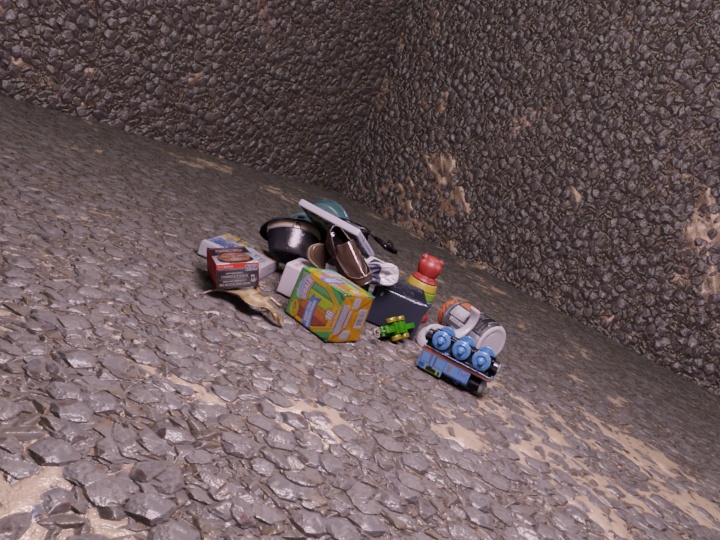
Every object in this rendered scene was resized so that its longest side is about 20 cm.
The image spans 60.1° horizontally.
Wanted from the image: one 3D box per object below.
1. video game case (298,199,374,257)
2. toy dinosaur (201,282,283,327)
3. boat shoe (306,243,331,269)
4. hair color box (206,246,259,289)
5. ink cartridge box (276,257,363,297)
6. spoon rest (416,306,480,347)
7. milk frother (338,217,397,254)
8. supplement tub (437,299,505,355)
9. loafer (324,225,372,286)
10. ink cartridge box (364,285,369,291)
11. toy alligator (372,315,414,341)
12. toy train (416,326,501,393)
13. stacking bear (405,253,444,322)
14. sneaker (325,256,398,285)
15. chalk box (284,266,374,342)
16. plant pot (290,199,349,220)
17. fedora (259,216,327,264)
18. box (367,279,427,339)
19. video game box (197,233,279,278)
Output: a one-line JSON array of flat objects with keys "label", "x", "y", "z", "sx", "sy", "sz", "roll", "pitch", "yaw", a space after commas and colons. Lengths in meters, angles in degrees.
[{"label": "video game case", "x": -0.063, "y": -0.112, "z": 1.722, "sx": 0.198, "sy": 0.022, "sz": 0.182, "roll": 30, "pitch": -10, "yaw": 22}, {"label": "toy dinosaur", "x": -0.250, "y": 0.060, "z": 1.418, "sx": 0.198, "sy": 0.059, "sz": 0.101, "roll": 24, "pitch": 13, "yaw": 4}, {"label": "boat shoe", "x": -0.083, "y": -0.026, "z": 1.710, "sx": 0.076, "sy": 0.073, "sz": 0.199, "roll": 13, "pitch": -8, "yaw": 45}, {"label": "hair color box", "x": -0.306, "y": -0.010, "z": 1.483, "sx": 0.100, "sy": 0.062, "sz": 0.200, "roll": -4, "pitch": 14, "yaw": -20}, {"label": "ink cartridge box", "x": -0.104, "y": 0.050, "z": 1.665, "sx": 0.198, "sy": 0.087, "sz": 0.148, "roll": 24, "pitch": 11, "yaw": 9}, {"label": "spoon rest", "x": 0.246, "y": 0.169, "z": 1.733, "sx": 0.198, "sy": 0.061, "sz": 0.099, "roll": -24, "pitch": 34, "yaw": -19}, {"label": "milk frother", "x": -0.007, "y": -0.041, "z": 1.997, "sx": 0.179, "sy": 0.190, "sz": 0.199, "roll": 8, "pitch": 19, "yaw": -47}, {"label": "supplement tub", "x": 0.324, "y": 0.173, "z": 1.846, "sx": 0.121, "sy": 0.124, "sz": 0.200, "roll": 14, "pitch": 15, "yaw": -36}, {"label": "loafer", "x": -0.037, "y": -0.039, "z": 1.577, "sx": 0.072, "sy": 0.072, "sz": 0.201, "roll": -24, "pitch": 53, "yaw": -20}, {"label": "ink cartridge box", "x": -0.061, "y": 0.020, "z": 1.862, "sx": 0.198, "sy": 0.095, "sz": 0.037, "roll": 27, "pitch": 47, "yaw": 12}, {"label": "toy alligator", "x": 0.073, "y": 0.158, "z": 1.627, "sx": 0.054, "sy": 0.060, "sz": 0.199, "roll": -23, "pitch": -11, "yaw": 34}, {"label": "toy train", "x": 0.236, "y": 0.217, "z": 1.504, "sx": 0.198, "sy": 0.116, "sz": 0.086, "roll": 26, "pitch": 16, "yaw": 17}, {"label": "stacking bear", "x": 0.190, "y": 0.049, "z": 1.940, "sx": 0.120, "sy": 0.202, "sz": 0.114, "roll": 23, "pitch": 12, "yaw": 1}, {"label": "sneaker", "x": 0.000, "y": 0.000, "z": 1.694, "sx": 0.196, "sy": 0.081, "sz": 0.130, "roll": 0, "pitch": 0, "yaw": -7}, {"label": "chalk box", "x": -0.090, "y": 0.072, "z": 1.507, "sx": 0.199, "sy": 0.126, "sz": 0.123, "roll": 30, "pitch": 13, "yaw": 35}, {"label": "plant pot", "x": -0.161, "y": -0.138, "z": 2.166, "sx": 0.198, "sy": 0.203, "sz": 0.196, "roll": 26, "pitch": 20, "yaw": 16}, {"label": "fedora", "x": -0.192, "y": -0.071, "z": 1.769, "sx": 0.197, "sy": 0.093, "sz": 0.201, "roll": 4, "pitch": -26, "yaw": 2}, {"label": "box", "x": 0.103, "y": 0.098, "z": 1.794, "sx": 0.147, "sy": 0.108, "sz": 0.200, "roll": 23, "pitch": 11, "yaw": -1}, {"label": "video game box", "x": -0.332, "y": -0.041, "z": 1.737, "sx": 0.180, "sy": 0.047, "sz": 0.200, "roll": 27, "pitch": 12, "yaw": 3}]
